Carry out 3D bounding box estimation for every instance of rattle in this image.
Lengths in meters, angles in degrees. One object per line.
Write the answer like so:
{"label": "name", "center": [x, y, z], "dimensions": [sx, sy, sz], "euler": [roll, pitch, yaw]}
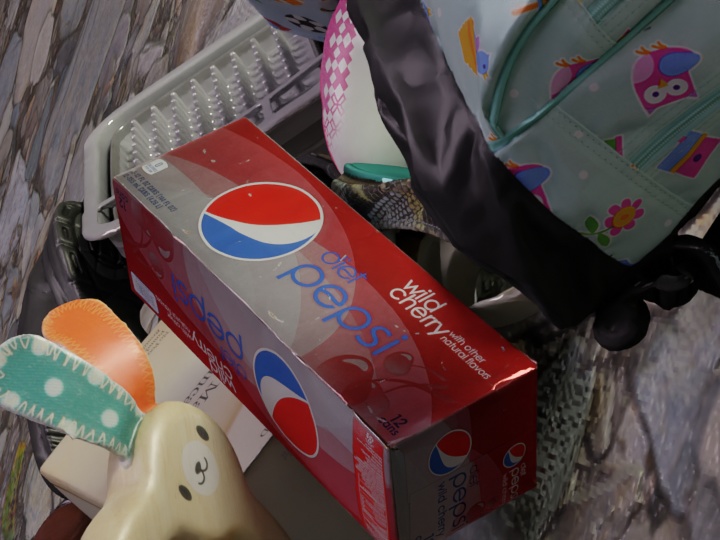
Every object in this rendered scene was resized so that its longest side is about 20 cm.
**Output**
{"label": "rattle", "center": [-0.038, 0.088, 0.681], "dimensions": [0.143, 0.130, 0.201], "euler": [-24, 76, 48]}

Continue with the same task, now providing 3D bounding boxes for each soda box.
{"label": "soda box", "center": [-0.017, 0.021, 0.743], "dimensions": [0.200, 0.070, 0.064], "euler": [42, 148, 40]}

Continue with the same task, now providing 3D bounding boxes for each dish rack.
{"label": "dish rack", "center": [-0.076, -0.079, 1.068], "dimensions": [0.171, 0.044, 0.200], "euler": [-34, 24, 6]}

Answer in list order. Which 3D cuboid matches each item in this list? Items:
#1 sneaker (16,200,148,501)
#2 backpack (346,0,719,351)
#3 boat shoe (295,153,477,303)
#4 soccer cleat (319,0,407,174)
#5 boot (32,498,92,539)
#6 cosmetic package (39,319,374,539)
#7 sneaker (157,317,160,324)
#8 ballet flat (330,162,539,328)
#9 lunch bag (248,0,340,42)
{"label": "sneaker", "center": [-0.150, 0.055, 1.025], "dimensions": [0.091, 0.076, 0.201], "euler": [-54, 25, 32]}
{"label": "backpack", "center": [0.091, -0.100, 0.543], "dimensions": [0.200, 0.126, 0.168], "euler": [-42, 45, 25]}
{"label": "boat shoe", "center": [0.000, 0.000, 0.860], "dimensions": [0.200, 0.066, 0.070], "euler": [-106, 36, -57]}
{"label": "soccer cleat", "center": [0.034, -0.133, 0.851], "dimensions": [0.086, 0.069, 0.201], "euler": [168, 119, -73]}
{"label": "boot", "center": [-0.174, 0.216, 0.932], "dimensions": [0.189, 0.068, 0.200], "euler": [-63, -5, 20]}
{"label": "cosmetic package", "center": [-0.061, 0.089, 0.863], "dimensions": [0.104, 0.073, 0.200], "euler": [-52, 22, -16]}
{"label": "sneaker", "center": [-0.065, -0.006, 1.038], "dimensions": [0.200, 0.075, 0.089], "euler": [171, 114, -69]}
{"label": "ballet flat", "center": [0.036, -0.011, 0.755], "dimensions": [0.200, 0.072, 0.073], "euler": [3, 78, 67]}
{"label": "lunch bag", "center": [-0.011, -0.204, 0.927], "dimensions": [0.200, 0.075, 0.161], "euler": [52, -124, -76]}
